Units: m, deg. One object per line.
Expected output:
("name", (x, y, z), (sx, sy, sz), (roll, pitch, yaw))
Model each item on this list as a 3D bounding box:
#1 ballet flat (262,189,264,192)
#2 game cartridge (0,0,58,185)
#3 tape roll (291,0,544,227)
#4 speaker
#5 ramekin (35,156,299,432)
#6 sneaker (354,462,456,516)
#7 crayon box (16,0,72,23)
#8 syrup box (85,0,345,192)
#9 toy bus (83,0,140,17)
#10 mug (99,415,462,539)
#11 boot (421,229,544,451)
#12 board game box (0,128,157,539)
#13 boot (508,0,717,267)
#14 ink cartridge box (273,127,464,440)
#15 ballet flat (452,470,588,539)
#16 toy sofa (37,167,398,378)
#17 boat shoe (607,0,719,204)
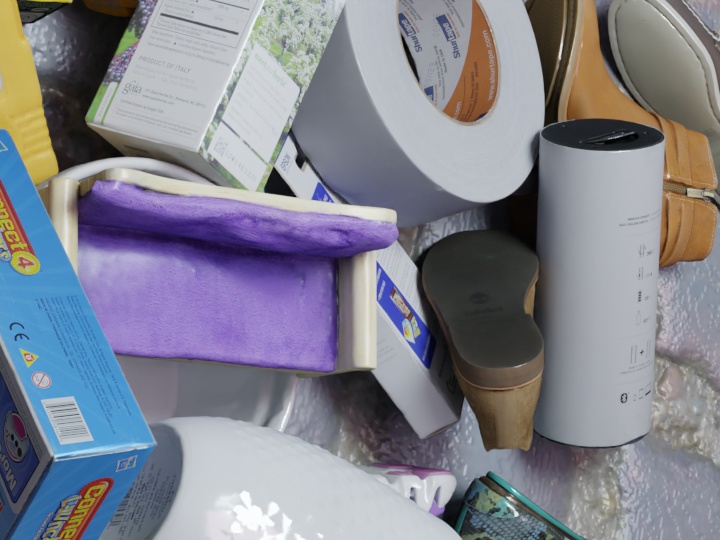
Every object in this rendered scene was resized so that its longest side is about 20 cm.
("ballet flat", (-0.089, -0.071, 1.362), (0.071, 0.069, 0.201), (5, 75, -17))
("game cartridge", (-0.258, -0.112, 1.206), (0.176, 0.032, 0.200), (-25, 118, -27))
("tape roll", (0.030, -0.131, 1.417), (0.200, 0.066, 0.201), (23, 59, -46))
("speaker", (0.150, 0.006, 1.463), (0.081, 0.081, 0.201), (-15, 114, -37))
("ramekin", (-0.143, 0.044, 1.272), (0.200, 0.105, 0.201), (7, 78, -35))
("sneaker", (-0.029, 0.163, 1.357), (0.200, 0.080, 0.089), (0, 93, -36))
("crayon box", (-0.263, -0.228, 1.258), (0.200, 0.058, 0.173), (-1, 82, -36))
("syrup box", (-0.068, -0.148, 1.298), (0.079, 0.081, 0.200), (43, 66, -59))
("toy bus", (-0.097, -0.223, 1.362), (0.200, 0.065, 0.078), (-57, 144, -28))
("mug", (-0.064, 0.177, 1.167), (0.175, 0.148, 0.200), (35, 74, -31))
("boot", (0.078, 0.039, 1.422), (0.073, 0.200, 0.076), (-5, 119, 2))
("board game box", (-0.195, 0.068, 1.129), (0.056, 0.196, 0.200), (-5, 53, -36))
("boot", (0.174, -0.097, 1.545), (0.154, 0.074, 0.201), (1, 96, -32))
("ink cartridge box", (0.000, 0.000, 1.398), (0.200, 0.037, 0.095), (56, 21, -17))
("ballet flat", (0.133, 0.198, 1.481), (0.200, 0.074, 0.074), (32, 65, -26))
("toy sofa", (-0.078, 0.006, 1.201), (0.200, 0.097, 0.083), (8, 77, -36))
("boat shoe", (0.241, -0.127, 1.602), (0.200, 0.072, 0.060), (52, 51, -22))
